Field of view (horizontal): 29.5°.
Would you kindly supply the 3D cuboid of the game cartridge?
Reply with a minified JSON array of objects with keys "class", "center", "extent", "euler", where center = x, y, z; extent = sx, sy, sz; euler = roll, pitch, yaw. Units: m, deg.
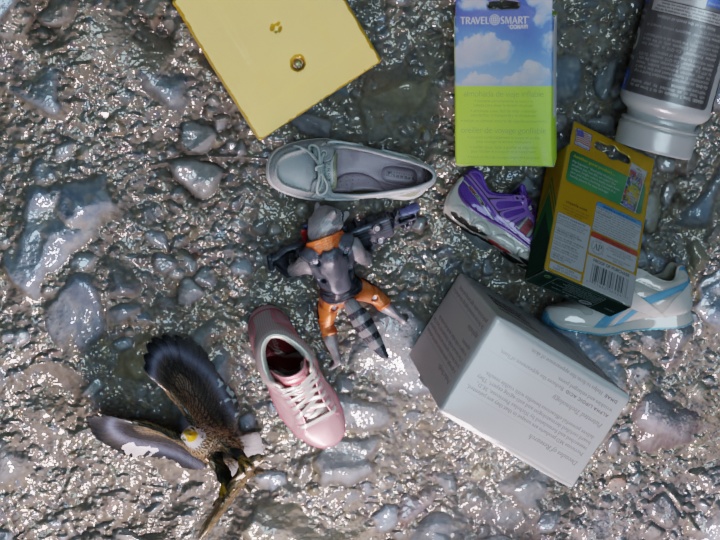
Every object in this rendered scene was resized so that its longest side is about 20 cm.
[{"class":"game cartridge","center":[-0.099,-0.282,1.585],"extent":[0.175,0.032,0.201],"euler":[-32,104,0]}]

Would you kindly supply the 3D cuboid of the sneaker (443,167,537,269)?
[{"class":"sneaker","center":[0.198,-0.055,1.664],"extent":[0.199,0.081,0.084],"euler":[33,85,-18]}]

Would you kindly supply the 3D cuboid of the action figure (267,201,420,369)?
[{"class":"action figure","center":[0.000,0.000,1.634],"extent":[0.198,0.105,0.195],"euler":[-27,115,-1]}]

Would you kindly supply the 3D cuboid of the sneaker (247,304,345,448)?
[{"class":"sneaker","center":[-0.076,0.144,1.655],"extent":[0.075,0.105,0.202],"euler":[-28,107,-3]}]

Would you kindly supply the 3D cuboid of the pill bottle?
[{"class":"pill bottle","center":[0.374,-0.240,1.623],"extent":[0.112,0.114,0.203],"euler":[12,101,-11]}]

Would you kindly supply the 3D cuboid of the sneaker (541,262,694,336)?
[{"class":"sneaker","center":[0.319,0.037,1.710],"extent":[0.197,0.076,0.082],"euler":[-6,96,-13]}]

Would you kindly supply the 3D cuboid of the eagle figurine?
[{"class":"eagle figurine","center":[-0.208,0.192,1.652],"extent":[0.199,0.152,0.152],"euler":[39,52,13]}]

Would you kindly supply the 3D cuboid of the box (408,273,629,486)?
[{"class":"box","center":[0.184,0.127,1.640],"extent":[0.199,0.199,0.132],"euler":[31,98,-15]}]

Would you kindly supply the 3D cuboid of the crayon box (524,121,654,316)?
[{"class":"crayon box","center":[0.278,-0.062,1.647],"extent":[0.125,0.052,0.202],"euler":[22,67,-18]}]

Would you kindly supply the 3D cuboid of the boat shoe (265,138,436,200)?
[{"class":"boat shoe","center":[-0.011,-0.117,1.612],"extent":[0.199,0.065,0.076],"euler":[6,88,-12]}]

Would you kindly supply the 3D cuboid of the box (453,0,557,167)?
[{"class":"box","center":[0.171,-0.225,1.613],"extent":[0.120,0.048,0.203],"euler":[1,105,11]}]
